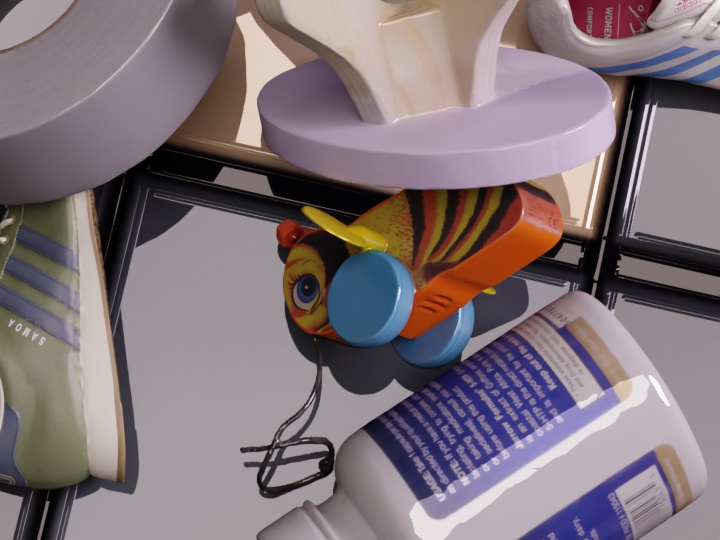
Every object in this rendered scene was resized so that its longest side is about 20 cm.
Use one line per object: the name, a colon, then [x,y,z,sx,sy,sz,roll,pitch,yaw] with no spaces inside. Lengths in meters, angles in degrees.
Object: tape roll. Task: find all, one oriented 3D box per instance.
tape roll: [-0.163,-0.135,1.274,0.199,0.066,0.201,-9,60,16]

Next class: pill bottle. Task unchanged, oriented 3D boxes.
pill bottle: [0.056,0.110,1.245,0.199,0.120,0.120,-32,82,-7]

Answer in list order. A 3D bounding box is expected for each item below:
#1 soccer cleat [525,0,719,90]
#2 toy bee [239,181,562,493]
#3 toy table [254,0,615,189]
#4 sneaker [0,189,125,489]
soccer cleat: [0.184,-0.127,1.308,0.199,0.086,0.070,1,79,-1]
toy bee: [0.000,0.000,1.273,0.199,0.131,0.109,-32,57,4]
toy table: [0.027,-0.121,1.245,0.199,0.184,0.118,3,118,30]
sneaker: [-0.171,0.011,1.285,0.089,0.067,0.201,-7,81,-5]
